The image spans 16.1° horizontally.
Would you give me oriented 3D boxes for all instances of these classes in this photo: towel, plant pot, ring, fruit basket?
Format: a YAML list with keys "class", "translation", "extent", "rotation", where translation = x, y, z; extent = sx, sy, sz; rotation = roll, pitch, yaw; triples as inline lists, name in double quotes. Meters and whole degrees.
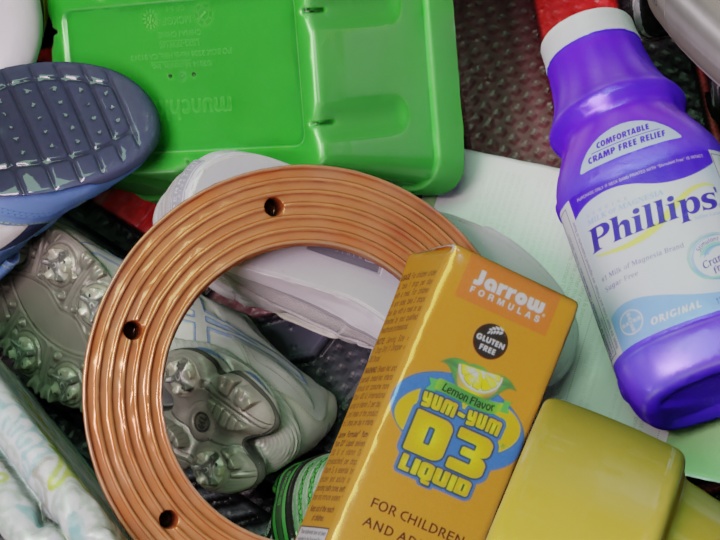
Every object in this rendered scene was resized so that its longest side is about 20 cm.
- class: "towel"
  translation: [-0.150, 0.100, 1.170]
  extent: [0.048, 0.171, 0.200]
  rotation: [-40, 63, -5]
- class: "plant pot"
  translation: [0.127, 0.179, 1.060]
  extent: [0.189, 0.201, 0.201]
  rotation: [22, 71, 6]
- class: "ring"
  translation: [-0.024, 0.054, 1.116]
  extent: [0.200, 0.019, 0.201]
  rotation: [1, 85, -15]
- class: "fruit basket"
  translation: [-0.031, -0.113, 1.273]
  extent: [0.215, 0.216, 0.156]
  rotation: [-3, 96, 13]

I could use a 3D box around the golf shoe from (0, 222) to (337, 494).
- class: "golf shoe"
  translation: [-0.099, 0.037, 1.244]
  extent: [0.200, 0.097, 0.078]
  rotation: [37, 116, 25]

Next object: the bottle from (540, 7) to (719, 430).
- class: "bottle"
  translation: [0.133, -0.029, 1.168]
  extent: [0.083, 0.065, 0.200]
  rotation: [-19, 61, 6]

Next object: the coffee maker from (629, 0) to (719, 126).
- class: "coffee maker"
  translation: [0.251, -0.113, 1.176]
  extent: [0.192, 0.135, 0.200]
  rotation: [-31, 51, -4]

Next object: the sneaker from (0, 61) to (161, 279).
- class: "sneaker"
  translation: [-0.185, -0.035, 1.211]
  extent: [0.200, 0.082, 0.074]
  rotation: [-22, 62, 4]

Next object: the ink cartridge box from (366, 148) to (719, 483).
- class: "ink cartridge box"
  translation: [0.112, 0.027, 1.210]
  extent: [0.200, 0.048, 0.146]
  rotation: [12, 68, 17]

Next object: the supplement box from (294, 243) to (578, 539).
- class: "supplement box"
  translation: [0.021, 0.091, 1.081]
  extent: [0.066, 0.069, 0.200]
  rotation: [24, 79, -10]

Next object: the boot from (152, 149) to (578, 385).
- class: "boot"
  translation: [0.000, 0.000, 1.185]
  extent: [0.200, 0.096, 0.074]
  rotation: [26, 81, -12]

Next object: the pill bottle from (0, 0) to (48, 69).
- class: "pill bottle"
  translation: [-0.210, -0.149, 1.296]
  extent: [0.109, 0.109, 0.200]
  rotation: [-20, 20, 4]

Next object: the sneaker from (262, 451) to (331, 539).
- class: "sneaker"
  translation: [-0.022, 0.180, 1.167]
  extent: [0.085, 0.078, 0.200]
  rotation: [-5, 65, 53]
